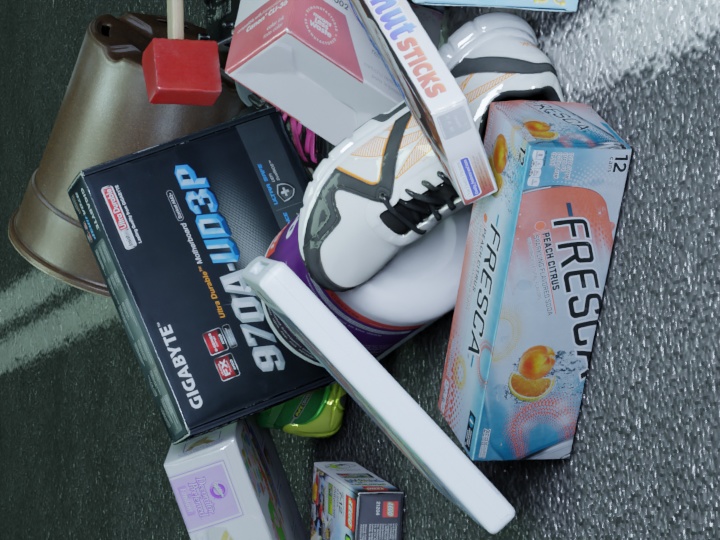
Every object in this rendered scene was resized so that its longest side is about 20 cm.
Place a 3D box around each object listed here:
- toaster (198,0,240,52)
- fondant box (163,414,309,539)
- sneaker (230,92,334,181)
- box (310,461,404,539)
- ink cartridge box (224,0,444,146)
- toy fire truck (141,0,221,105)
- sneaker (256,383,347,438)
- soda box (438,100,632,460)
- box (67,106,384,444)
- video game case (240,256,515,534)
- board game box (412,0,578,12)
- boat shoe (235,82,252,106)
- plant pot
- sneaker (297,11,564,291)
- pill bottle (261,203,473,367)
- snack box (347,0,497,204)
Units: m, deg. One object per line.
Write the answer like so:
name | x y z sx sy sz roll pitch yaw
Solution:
toaster | -0.042 -0.255 1.744 0.181 0.119 0.200 171 99 -71
fondant box | -0.087 0.174 1.800 0.200 0.058 0.144 -92 -17 -81
sneaker | -0.046 -0.096 1.800 0.200 0.087 0.074 -174 85 -72
box | -0.007 0.245 1.747 0.110 0.035 0.200 -161 73 -71
ink cartridge box | -0.008 -0.185 1.570 0.067 0.116 0.200 -31 38 41
toy fire truck | -0.120 -0.232 1.713 0.141 0.049 0.200 123 144 -60
sneaker | -0.059 0.032 1.837 0.074 0.083 0.200 108 156 -53
soda box | 0.097 0.007 1.388 0.068 0.063 0.200 -123 37 -59
box | -0.094 0.002 1.714 0.200 0.159 0.046 67 157 7
video game case | 0.006 0.071 1.474 0.200 0.023 0.182 47 177 -5
board game box | 0.059 -0.241 1.452 0.200 0.105 0.103 -119 35 -57
boat shoe | -0.076 -0.221 1.911 0.068 0.073 0.199 -98 -2 -49
plant pot | -0.181 -0.102 2.085 0.200 0.200 0.198 -122 45 -59
sneaker | 0.040 -0.061 1.448 0.200 0.074 0.080 -49 41 12
pill bottle | 0.000 0.000 1.611 0.200 0.112 0.113 141 127 -67
snack box | 0.027 -0.124 1.400 0.200 0.024 0.072 -117 2 -47
